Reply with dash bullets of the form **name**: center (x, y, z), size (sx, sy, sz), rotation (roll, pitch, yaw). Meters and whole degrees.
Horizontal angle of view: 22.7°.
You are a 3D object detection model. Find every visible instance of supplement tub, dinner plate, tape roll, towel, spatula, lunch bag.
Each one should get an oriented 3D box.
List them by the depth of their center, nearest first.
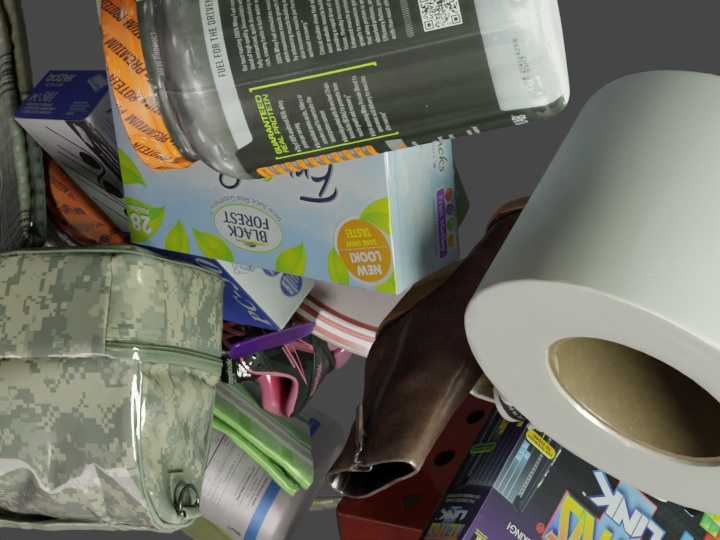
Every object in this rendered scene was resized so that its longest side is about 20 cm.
- **supplement tub**: center (-0.011, -0.112, 0.823), size (0.198, 0.123, 0.123), rotation (-11, 144, 9)
- **tape roll**: center (0.172, 0.014, 0.920), size (0.202, 0.140, 0.203), rotation (26, 157, 12)
- **lunch bag**: center (-0.190, 0.078, 1.109), size (0.199, 0.169, 0.139), rotation (-1, 170, 20)
- **towel**: center (-0.257, -0.090, 1.222), size (0.034, 0.202, 0.192), rotation (-3, 169, -24)
- **dinner plate**: center (0.000, 0.000, 1.227), size (0.199, 0.024, 0.201), rotation (19, 148, 12)
- **spatula**: center (-0.131, 0.050, 1.274), size (0.198, 0.021, 0.057), rotation (0, 166, -6)
- **supplement tub**: center (-0.201, -0.041, 1.297), size (0.122, 0.123, 0.200), rotation (37, 156, -12)
- **towel**: center (-0.100, 0.105, 1.374), size (0.149, 0.031, 0.200), rotation (38, -176, -6)
- **supplement tub**: center (-0.126, 0.144, 1.553), size (0.199, 0.132, 0.132), rotation (29, 156, 7)

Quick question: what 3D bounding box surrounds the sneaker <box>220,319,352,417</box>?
- **sneaker**: center (-0.080, 0.036, 1.332), size (0.079, 0.096, 0.200), rotation (12, 149, 44)

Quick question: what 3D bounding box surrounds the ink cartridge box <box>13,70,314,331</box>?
- **ink cartridge box**: center (-0.124, -0.045, 1.147), size (0.094, 0.044, 0.200), rotation (9, 147, 50)

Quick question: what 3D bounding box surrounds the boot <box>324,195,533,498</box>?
- **boot**: center (0.066, 0.051, 1.070), size (0.072, 0.167, 0.200), rotation (36, 146, -18)

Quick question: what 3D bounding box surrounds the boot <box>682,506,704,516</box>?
- **boot**: center (0.197, 0.070, 1.117), size (0.130, 0.068, 0.200), rotation (39, 159, 15)

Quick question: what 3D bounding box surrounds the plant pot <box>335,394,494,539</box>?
- **plant pot**: center (0.099, 0.199, 1.322), size (0.199, 0.200, 0.177), rotation (3, 134, 48)

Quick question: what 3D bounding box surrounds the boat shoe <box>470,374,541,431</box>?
- **boat shoe**: center (0.117, 0.070, 1.108), size (0.071, 0.070, 0.200), rotation (57, 164, -21)

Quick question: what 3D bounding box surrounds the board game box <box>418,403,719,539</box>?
- **board game box**: center (0.155, 0.175, 1.221), size (0.200, 0.166, 0.057), rotation (42, 154, -22)

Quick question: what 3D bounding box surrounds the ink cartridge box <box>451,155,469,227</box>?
- **ink cartridge box**: center (-0.039, -0.078, 1.099), size (0.199, 0.059, 0.104), rotation (21, 155, 30)

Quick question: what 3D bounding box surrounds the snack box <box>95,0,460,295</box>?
- **snack box**: center (-0.047, -0.088, 0.986), size (0.199, 0.068, 0.170), rotation (12, 117, 37)
